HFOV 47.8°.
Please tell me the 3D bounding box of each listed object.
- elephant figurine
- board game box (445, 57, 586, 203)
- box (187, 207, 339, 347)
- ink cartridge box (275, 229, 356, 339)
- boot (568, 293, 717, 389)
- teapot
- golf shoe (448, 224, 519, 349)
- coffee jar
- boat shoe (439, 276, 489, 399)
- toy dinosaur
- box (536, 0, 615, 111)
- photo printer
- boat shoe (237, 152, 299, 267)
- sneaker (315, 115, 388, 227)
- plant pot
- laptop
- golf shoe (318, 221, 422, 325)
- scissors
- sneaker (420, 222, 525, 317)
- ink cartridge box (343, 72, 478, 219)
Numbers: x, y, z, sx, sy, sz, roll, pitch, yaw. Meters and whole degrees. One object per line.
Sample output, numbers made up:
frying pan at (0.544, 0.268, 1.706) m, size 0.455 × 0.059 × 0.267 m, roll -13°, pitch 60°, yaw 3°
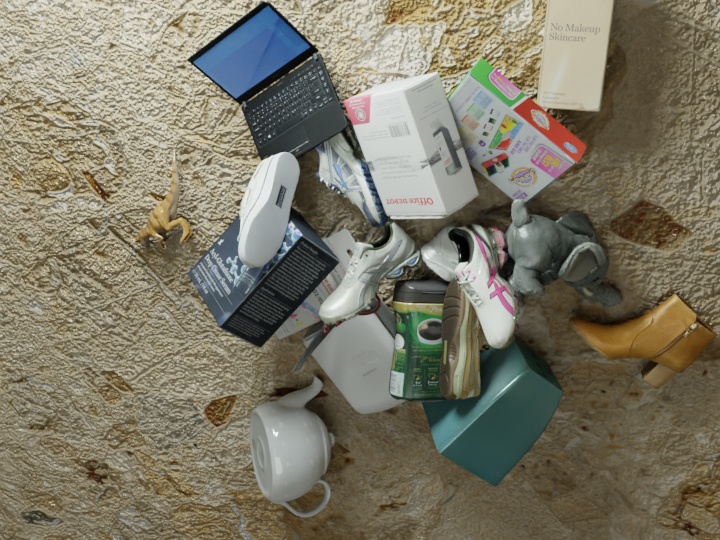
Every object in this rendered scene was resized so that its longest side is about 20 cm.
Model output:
elephant figurine at (0.325, -0.023, 1.263) m, size 0.199 × 0.155 × 0.142 m, roll -3°, pitch 73°, yaw -4°
board game box at (0.210, -0.199, 1.207) m, size 0.200 × 0.040 × 0.153 m, roll 39°, pitch 150°, yaw -5°
box at (-0.161, -0.004, 1.329) m, size 0.200 × 0.148 × 0.107 m, roll -47°, pitch 138°, yaw 6°
ink cartridge box at (-0.084, 0.024, 1.414) m, size 0.200 × 0.068 × 0.115 m, roll -26°, pitch 105°, yaw 24°
boot at (0.454, 0.089, 1.307) m, size 0.201 × 0.071 × 0.144 m, roll 32°, pitch 112°, yaw -5°
teapot at (-0.118, 0.335, 1.523) m, size 0.146 × 0.198 × 0.200 m, roll -5°, pitch 143°, yaw -22°
golf shoe at (0.180, 0.025, 1.226) m, size 0.092 × 0.201 × 0.073 m, roll 4°, pitch 151°, yaw -24°
coffee jar at (0.103, 0.114, 1.355) m, size 0.104 × 0.085 × 0.201 m, roll 2°, pitch 91°, yaw -20°
boat shoe at (0.173, 0.106, 1.301) m, size 0.076 × 0.072 × 0.201 m, roll 2°, pitch 102°, yaw -15°
toy dinosaur at (-0.340, -0.098, 1.431) m, size 0.106 × 0.060 × 0.200 m, roll 37°, pitch 118°, yaw -2°
box at (0.304, -0.332, 1.140) m, size 0.095 × 0.078 × 0.201 m, roll 6°, pitch 116°, yaw 13°
photo printer at (0.017, 0.157, 1.446) m, size 0.166 × 0.069 × 0.200 m, roll -31°, pitch 103°, yaw 24°
boat shoe at (-0.155, -0.094, 1.253) m, size 0.066 × 0.201 × 0.072 m, roll -6°, pitch 152°, yaw 38°
sneaker at (-0.021, -0.156, 1.319) m, size 0.085 × 0.077 × 0.200 m, roll -25°, pitch 96°, yaw 28°
plant pot at (0.232, 0.226, 1.370) m, size 0.141 × 0.141 × 0.200 m, roll 35°, pitch 109°, yaw -25°
laptop at (-0.143, -0.275, 1.257) m, size 0.177 × 0.103 × 0.201 m, roll -25°, pitch 82°, yaw 32°
golf shoe at (0.000, 0.000, 1.309) m, size 0.200 × 0.078 × 0.097 m, roll -40°, pitch 121°, yaw -13°
scissors at (-0.054, 0.084, 1.361) m, size 0.200 × 0.014 × 0.073 m, roll -37°, pitch 96°, yaw -3°
sneaker at (0.199, -0.001, 1.325) m, size 0.200 × 0.078 × 0.099 m, roll 37°, pitch 114°, yaw -5°
ink cartridge box at (0.078, -0.184, 1.232) m, size 0.145 × 0.085 × 0.201 m, roll 5°, pitch 120°, yaw 53°
